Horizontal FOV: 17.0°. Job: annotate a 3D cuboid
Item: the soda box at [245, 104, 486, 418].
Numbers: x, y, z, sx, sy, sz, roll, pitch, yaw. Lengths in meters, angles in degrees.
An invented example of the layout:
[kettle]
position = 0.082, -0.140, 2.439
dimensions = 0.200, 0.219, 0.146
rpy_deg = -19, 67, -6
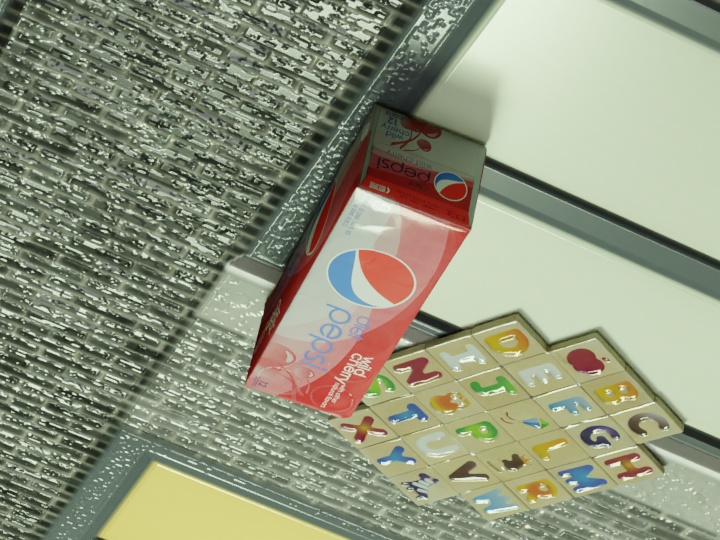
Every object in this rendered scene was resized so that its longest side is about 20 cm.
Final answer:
[soda box]
position = 0.000, 0.000, 1.340
dimensions = 0.070, 0.063, 0.200
rpy_deg = 19, 140, -9

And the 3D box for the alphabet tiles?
[alphabet tiles]
position = 0.087, 0.094, 1.474
dimensions = 0.200, 0.006, 0.166
rpy_deg = -19, 131, 33
